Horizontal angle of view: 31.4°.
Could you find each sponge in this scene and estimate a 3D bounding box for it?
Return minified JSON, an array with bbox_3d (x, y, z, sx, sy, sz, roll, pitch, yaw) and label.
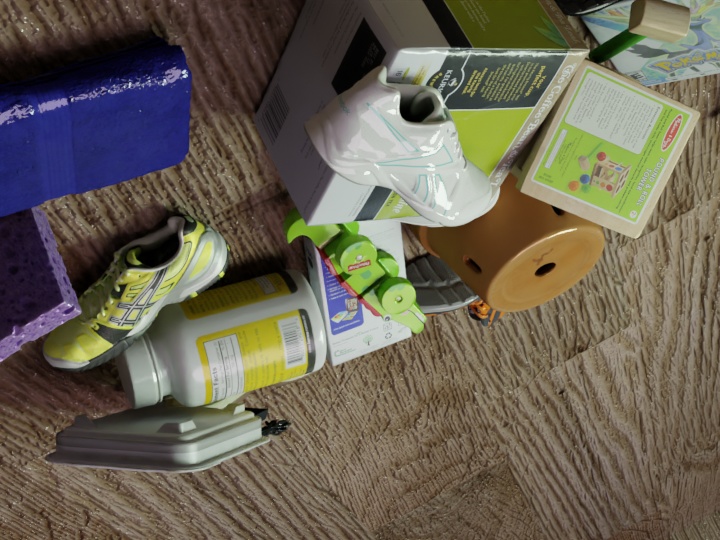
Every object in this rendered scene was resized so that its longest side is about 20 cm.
[{"bbox_3d":[-0.340,0.038,1.080,0.200,0.112,0.030,-31,152,5],"label":"sponge"}]

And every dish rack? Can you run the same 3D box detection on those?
[{"bbox_3d":[-0.197,0.159,1.273,0.171,0.044,0.200,0,-178,19],"label":"dish rack"}]

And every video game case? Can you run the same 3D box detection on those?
[{"bbox_3d":[0.327,-0.232,1.208,0.199,0.022,0.182,-7,161,27],"label":"video game case"}]

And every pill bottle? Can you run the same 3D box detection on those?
[{"bbox_3d":[-0.144,0.074,1.297,0.199,0.111,0.111,-14,148,-19],"label":"pill bottle"}]

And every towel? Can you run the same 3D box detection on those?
[{"bbox_3d":[-0.234,-0.112,1.009,0.200,0.050,0.148,-18,156,-19],"label":"towel"}]

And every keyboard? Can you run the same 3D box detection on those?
[{"bbox_3d":[-0.154,0.180,1.412,0.127,0.021,0.200,2,-172,21],"label":"keyboard"}]

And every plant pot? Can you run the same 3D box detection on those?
[{"bbox_3d":[0.160,-0.051,1.328,0.200,0.140,0.200,-21,150,-12],"label":"plant pot"}]

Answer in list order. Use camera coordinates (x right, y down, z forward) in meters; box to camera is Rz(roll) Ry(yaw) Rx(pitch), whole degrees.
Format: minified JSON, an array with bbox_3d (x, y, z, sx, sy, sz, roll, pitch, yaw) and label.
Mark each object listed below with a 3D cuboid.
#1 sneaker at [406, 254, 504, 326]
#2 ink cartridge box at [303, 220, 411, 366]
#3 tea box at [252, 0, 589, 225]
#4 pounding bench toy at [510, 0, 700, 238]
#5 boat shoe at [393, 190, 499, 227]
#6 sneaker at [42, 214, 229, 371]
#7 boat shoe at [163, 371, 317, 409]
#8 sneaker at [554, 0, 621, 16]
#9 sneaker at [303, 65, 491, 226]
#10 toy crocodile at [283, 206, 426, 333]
[{"bbox_3d":[0.122,0.030,1.483,0.199,0.078,0.112,-17,147,-19],"label":"sneaker"},{"bbox_3d":[-0.003,0.002,1.341,0.099,0.039,0.200,-19,130,-16],"label":"ink cartridge box"},{"bbox_3d":[0.046,-0.156,1.078,0.196,0.134,0.200,-5,143,-33],"label":"tea box"},{"bbox_3d":[0.216,-0.161,1.167,0.124,0.156,0.200,20,105,-17],"label":"pounding bench toy"},{"bbox_3d":[0.041,-0.081,1.202,0.199,0.072,0.069,9,-177,-14],"label":"boat shoe"},{"bbox_3d":[-0.221,0.015,1.196,0.200,0.075,0.076,-39,143,-2],"label":"sneaker"},{"bbox_3d":[-0.142,0.098,1.398,0.200,0.072,0.076,-22,124,-8],"label":"boat shoe"},{"bbox_3d":[0.262,-0.283,1.126,0.200,0.076,0.088,-36,155,14],"label":"sneaker"},{"bbox_3d":[0.050,-0.092,0.978,0.080,0.071,0.200,-44,144,22],"label":"sneaker"},{"bbox_3d":[0.000,0.000,1.272,0.062,0.068,0.200,-39,130,6],"label":"toy crocodile"}]
